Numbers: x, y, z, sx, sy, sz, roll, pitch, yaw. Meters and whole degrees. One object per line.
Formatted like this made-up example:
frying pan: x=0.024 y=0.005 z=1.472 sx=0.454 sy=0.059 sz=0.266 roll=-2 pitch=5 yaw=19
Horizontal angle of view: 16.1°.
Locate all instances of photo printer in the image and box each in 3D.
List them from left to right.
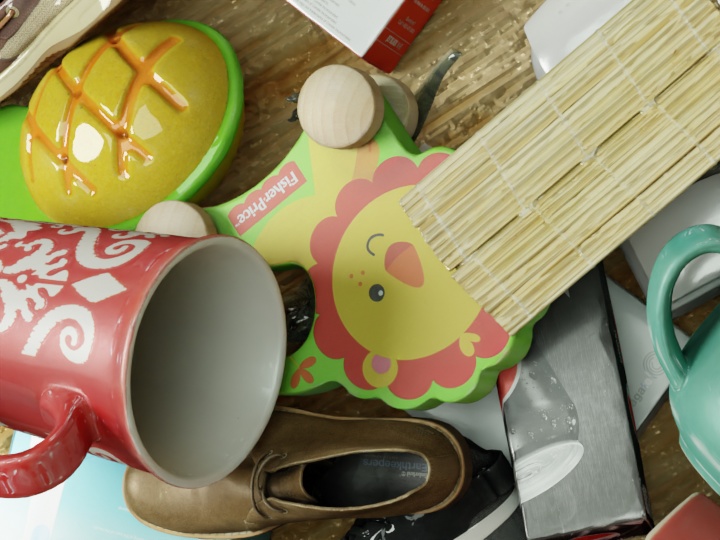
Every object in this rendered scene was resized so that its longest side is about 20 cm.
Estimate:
photo printer: x=0.195 y=-0.097 z=1.421 sx=0.166 sy=0.069 sz=0.201 roll=-27 pitch=79 yaw=11

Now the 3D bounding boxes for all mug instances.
mug: x=-0.170 y=0.035 z=1.359 sx=0.199 sy=0.177 sz=0.134 roll=11 pitch=102 yaw=35
mug: x=0.228 y=0.068 z=1.356 sx=0.185 sy=0.152 sz=0.114 roll=45 pitch=102 yaw=18

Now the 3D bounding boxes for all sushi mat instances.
sushi mat: x=0.121 y=-0.063 z=1.324 sx=0.200 sy=0.012 sz=0.096 roll=-40 pitch=80 yaw=10

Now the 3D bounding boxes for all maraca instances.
maraca: x=-0.152 y=-0.074 z=1.494 sx=0.199 sy=0.107 sz=0.138 roll=-23 pitch=53 yaw=24

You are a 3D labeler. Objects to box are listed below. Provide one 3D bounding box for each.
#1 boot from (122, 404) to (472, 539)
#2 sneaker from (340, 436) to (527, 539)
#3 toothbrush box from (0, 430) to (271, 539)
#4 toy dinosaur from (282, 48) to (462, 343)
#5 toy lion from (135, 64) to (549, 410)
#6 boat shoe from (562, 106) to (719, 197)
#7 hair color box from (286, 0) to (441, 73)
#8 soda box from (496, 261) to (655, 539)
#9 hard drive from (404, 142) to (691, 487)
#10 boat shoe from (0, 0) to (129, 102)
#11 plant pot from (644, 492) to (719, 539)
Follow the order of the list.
boot: x=-0.045 y=0.109 z=1.378 sx=0.199 sy=0.075 sz=0.074 roll=-6 pitch=88 yaw=19
sneaker: x=-0.002 y=0.155 z=1.437 sx=0.199 sy=0.073 sz=0.112 roll=-23 pitch=99 yaw=3
toothbrush box: x=-0.134 y=0.162 z=1.477 sx=0.146 sy=0.085 sz=0.201 roll=11 pitch=87 yaw=15
toy dinosaur: x=-0.014 y=-0.052 z=1.465 sx=0.088 sy=0.047 sz=0.201 roll=34 pitch=100 yaw=37
toy lion: x=0.000 y=0.000 z=1.393 sx=0.200 sy=0.069 sz=0.192 roll=-38 pitch=72 yaw=18
boat shoe: x=0.203 y=-0.072 z=1.349 sx=0.200 sy=0.072 sz=0.066 roll=-17 pitch=93 yaw=9
hair color box: x=0.027 y=-0.230 z=1.481 sx=0.111 sy=0.064 sz=0.200 roll=38 pitch=97 yaw=16
soda box: x=0.109 y=0.050 z=1.399 sx=0.070 sy=0.063 sz=0.201 roll=-11 pitch=75 yaw=6
hard drive: x=0.078 y=0.038 z=1.463 sx=0.200 sy=0.026 sz=0.132 roll=37 pitch=95 yaw=15
boat shoe: x=-0.201 y=-0.153 z=1.495 sx=0.200 sy=0.072 sz=0.072 roll=-30 pitch=102 yaw=43
plant pot: x=0.186 y=0.227 z=1.323 sx=0.200 sy=0.200 sz=0.177 roll=-46 pitch=81 yaw=7
